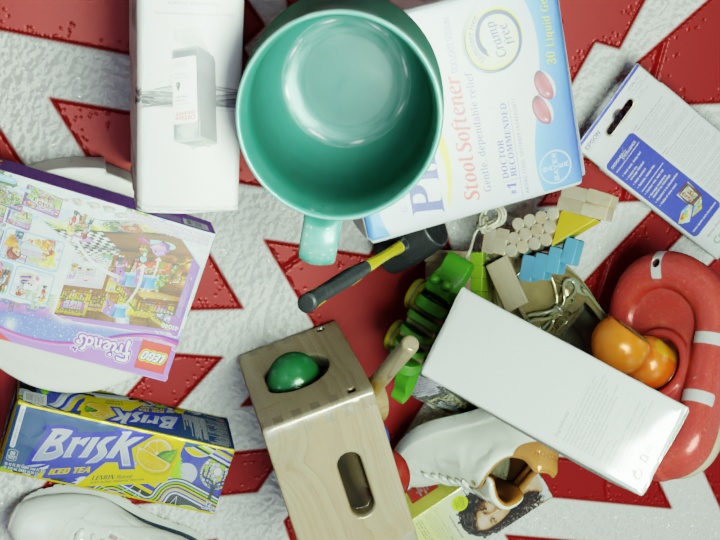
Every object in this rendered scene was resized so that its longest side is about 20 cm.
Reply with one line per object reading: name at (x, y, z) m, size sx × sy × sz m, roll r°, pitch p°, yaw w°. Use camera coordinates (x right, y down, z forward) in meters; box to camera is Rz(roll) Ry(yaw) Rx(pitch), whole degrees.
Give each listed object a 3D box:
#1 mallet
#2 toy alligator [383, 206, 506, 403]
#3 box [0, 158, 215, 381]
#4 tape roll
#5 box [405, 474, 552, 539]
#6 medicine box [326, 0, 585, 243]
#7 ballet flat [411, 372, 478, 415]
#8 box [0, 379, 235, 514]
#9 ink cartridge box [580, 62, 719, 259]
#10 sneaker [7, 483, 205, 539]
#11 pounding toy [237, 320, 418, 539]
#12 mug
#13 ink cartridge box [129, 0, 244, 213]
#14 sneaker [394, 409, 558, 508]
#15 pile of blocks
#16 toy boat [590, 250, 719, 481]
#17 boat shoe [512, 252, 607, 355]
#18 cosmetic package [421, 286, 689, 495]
mallet at (0.000, 0.000, 1.050) m, size 0.066 × 0.199 × 0.042 m, roll -30°, pitch 90°, yaw 42°
toy alligator at (0.068, 0.027, 1.086) m, size 0.059 × 0.054 × 0.202 m, roll 31°, pitch 102°, yaw 23°
box at (-0.234, 0.000, 1.019) m, size 0.197 × 0.039 × 0.139 m, roll 17°, pitch 103°, yaw -19°
tape roll at (-0.244, 0.005, 1.060) m, size 0.199 × 0.037 × 0.206 m, roll -5°, pitch 111°, yaw -12°
box at (0.086, 0.241, 1.220) m, size 0.198 × 0.050 × 0.076 m, roll -34°, pitch 114°, yaw 0°
medicine box at (0.071, -0.146, 1.051) m, size 0.197 × 0.103 × 0.185 m, roll -16°, pitch 112°, yaw -8°
ballet flat at (0.118, 0.121, 1.186) m, size 0.198 × 0.072 × 0.073 m, roll 24°, pitch 102°, yaw -21°
box at (-0.217, 0.155, 1.105) m, size 0.197 × 0.064 × 0.071 m, roll 16°, pitch 105°, yaw -18°
ink cartridge box at (0.293, -0.102, 1.160) m, size 0.199 × 0.037 × 0.095 m, roll 33°, pitch 99°, yaw -25°
sneaker at (-0.225, 0.256, 1.131) m, size 0.197 × 0.081 × 0.077 m, roll 19°, pitch 106°, yaw -18°
pounding toy at (-0.015, 0.136, 1.084) m, size 0.140 × 0.184 × 0.203 m, roll -19°, pitch 113°, yaw -7°
mug at (-0.023, -0.118, 0.925) m, size 0.152 × 0.115 × 0.185 m, roll 40°, pitch 109°, yaw -14°
ink cartridge box at (-0.139, -0.161, 0.968) m, size 0.083 × 0.146 × 0.204 m, roll 1°, pitch 109°, yaw -13°
sneaker at (0.098, 0.179, 1.125) m, size 0.072 × 0.086 × 0.199 m, roll 21°, pitch 146°, yaw -33°
pile of blocks at (0.149, -0.011, 1.112) m, size 0.198 × 0.062 × 0.083 m, roll -26°, pitch 78°, yaw 23°
toy boat at (0.252, 0.076, 1.092) m, size 0.130 × 0.129 × 0.203 m, roll 28°, pitch 70°, yaw -39°
boat shoe at (0.207, 0.059, 1.179) m, size 0.073 × 0.063 × 0.201 m, roll -41°, pitch 114°, yaw 2°
cosmetic package at (0.153, 0.097, 1.002) m, size 0.198 × 0.113 × 0.082 m, roll 30°, pitch 88°, yaw 8°
